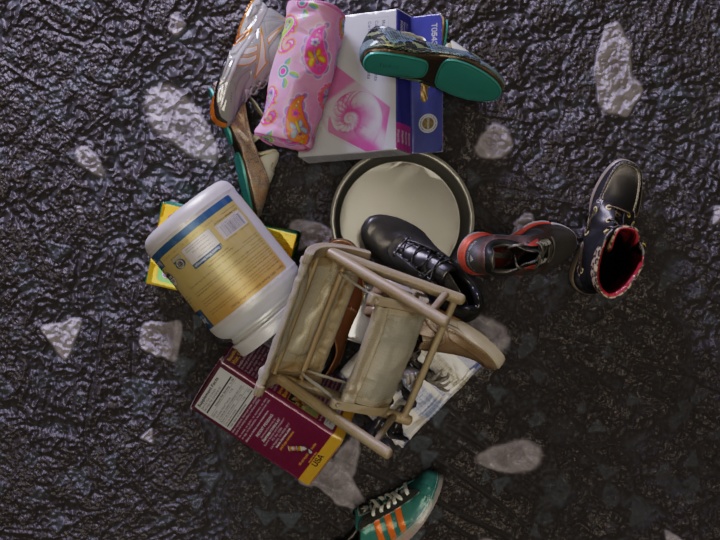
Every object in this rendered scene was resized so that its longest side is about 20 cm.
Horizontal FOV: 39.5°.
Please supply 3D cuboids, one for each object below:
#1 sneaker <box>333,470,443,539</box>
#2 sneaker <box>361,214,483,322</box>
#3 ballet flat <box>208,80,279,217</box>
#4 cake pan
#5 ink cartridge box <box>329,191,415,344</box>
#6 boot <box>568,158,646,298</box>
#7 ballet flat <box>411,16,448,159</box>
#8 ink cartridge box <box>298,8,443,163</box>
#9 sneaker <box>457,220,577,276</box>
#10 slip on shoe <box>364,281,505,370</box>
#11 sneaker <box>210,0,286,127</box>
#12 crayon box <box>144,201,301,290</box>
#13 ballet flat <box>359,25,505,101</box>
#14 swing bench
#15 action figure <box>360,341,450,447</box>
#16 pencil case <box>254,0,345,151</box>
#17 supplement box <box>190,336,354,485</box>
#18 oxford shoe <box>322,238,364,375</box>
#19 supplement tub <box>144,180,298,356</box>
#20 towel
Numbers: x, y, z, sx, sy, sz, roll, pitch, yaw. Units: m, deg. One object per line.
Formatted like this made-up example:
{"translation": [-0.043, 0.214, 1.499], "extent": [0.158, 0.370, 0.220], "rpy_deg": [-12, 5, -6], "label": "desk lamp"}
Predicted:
{"translation": [0.036, 0.359, 1.461], "extent": [0.080, 0.071, 0.200], "rpy_deg": [39, 96, -8], "label": "sneaker"}
{"translation": [0.088, -0.009, 1.329], "extent": [0.200, 0.091, 0.076], "rpy_deg": [36, 85, 0], "label": "sneaker"}
{"translation": [-0.153, -0.176, 1.413], "extent": [0.067, 0.068, 0.201], "rpy_deg": [-19, 96, -13], "label": "ballet flat"}
{"translation": [0.057, -0.069, 1.393], "extent": [0.199, 0.037, 0.201], "rpy_deg": [0, 88, -3], "label": "cake pan"}
{"translation": [0.000, 0.000, 1.432], "extent": [0.109, 0.050, 0.201], "rpy_deg": [17, 86, -1], "label": "ink cartridge box"}
{"translation": [0.351, -0.054, 1.375], "extent": [0.073, 0.151, 0.201], "rpy_deg": [22, 96, -2], "label": "boot"}
{"translation": [0.080, -0.256, 1.397], "extent": [0.063, 0.069, 0.201], "rpy_deg": [6, 96, -4], "label": "ballet flat"}
{"translation": [0.012, -0.253, 1.367], "extent": [0.199, 0.043, 0.197], "rpy_deg": [-3, 82, 20], "label": "ink cartridge box"}
{"translation": [0.232, -0.020, 1.384], "extent": [0.199, 0.082, 0.077], "rpy_deg": [-10, 105, -29], "label": "sneaker"}
{"translation": [0.097, 0.083, 1.337], "extent": [0.200, 0.076, 0.061], "rpy_deg": [34, 79, -3], "label": "slip on shoe"}
{"translation": [-0.139, -0.276, 1.370], "extent": [0.092, 0.076, 0.201], "rpy_deg": [22, 69, -10], "label": "sneaker"}
{"translation": [-0.195, -0.020, 1.431], "extent": [0.199, 0.058, 0.119], "rpy_deg": [13, 96, -1], "label": "crayon box"}
{"translation": [0.097, -0.279, 1.319], "extent": [0.199, 0.074, 0.075], "rpy_deg": [13, 96, -14], "label": "ballet flat"}
{"translation": [-0.003, 0.091, 1.262], "extent": [0.199, 0.130, 0.199], "rpy_deg": [25, 107, 9], "label": "swing bench"}
{"translation": [0.069, 0.144, 1.396], "extent": [0.102, 0.119, 0.201], "rpy_deg": [21, 99, 40], "label": "action figure"}
{"translation": [-0.080, -0.261, 1.334], "extent": [0.087, 0.087, 0.201], "rpy_deg": [14, 90, -1], "label": "pencil case"}
{"translation": [-0.114, 0.182, 1.403], "extent": [0.200, 0.131, 0.103], "rpy_deg": [34, 118, -2], "label": "supplement box"}
{"translation": [-0.036, 0.057, 1.356], "extent": [0.071, 0.071, 0.201], "rpy_deg": [10, 107, 4], "label": "oxford shoe"}
{"translation": [-0.172, -0.001, 1.330], "extent": [0.145, 0.145, 0.200], "rpy_deg": [-38, 94, 4], "label": "supplement tub"}
{"translation": [0.076, 0.140, 1.463], "extent": [0.147, 0.024, 0.200], "rpy_deg": [44, 93, -1], "label": "towel"}
